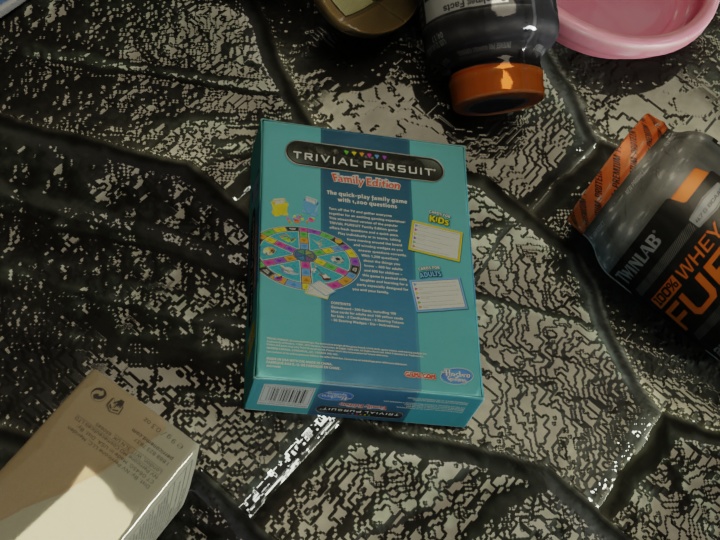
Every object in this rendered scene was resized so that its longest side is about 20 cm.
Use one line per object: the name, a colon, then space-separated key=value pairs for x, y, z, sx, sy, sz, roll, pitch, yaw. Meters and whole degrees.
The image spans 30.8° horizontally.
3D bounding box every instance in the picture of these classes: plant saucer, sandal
plant saucer: x=0.201 y=-0.251 z=1.092 sx=0.198 sy=0.051 sz=0.202 roll=7 pitch=58 yaw=-11
sandal: x=0.010 y=-0.233 z=1.023 sx=0.080 sy=0.054 sz=0.200 roll=50 pitch=38 yaw=-16

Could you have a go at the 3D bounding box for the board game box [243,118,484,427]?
board game box: x=0.000 y=0.000 z=0.880 sx=0.149 sy=0.047 sz=0.202 roll=7 pitch=57 yaw=-12

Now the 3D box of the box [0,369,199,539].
box: x=-0.179 y=0.162 z=0.701 sx=0.077 sy=0.095 sz=0.200 roll=34 pitch=55 yaw=7

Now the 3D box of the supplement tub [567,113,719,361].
supplement tub: x=0.252 y=-0.013 z=0.916 sx=0.199 sy=0.123 sz=0.123 roll=38 pitch=56 yaw=10

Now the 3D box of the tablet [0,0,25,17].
tablet: x=-0.338 y=-0.244 z=0.953 sx=0.200 sy=0.014 sz=0.130 roll=40 pitch=57 yaw=9

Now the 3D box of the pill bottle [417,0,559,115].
pill bottle: x=0.093 y=-0.222 z=0.987 sx=0.105 sy=0.106 sz=0.202 roll=-4 pitch=84 yaw=-18
